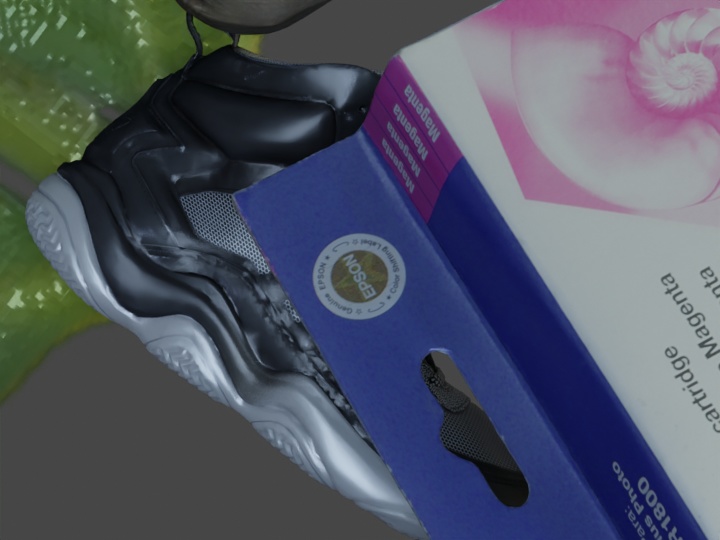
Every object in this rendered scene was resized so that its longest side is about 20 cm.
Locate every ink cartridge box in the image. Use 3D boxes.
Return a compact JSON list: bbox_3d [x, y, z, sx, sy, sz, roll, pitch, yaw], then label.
[{"bbox_3d":[0.095,0.003,0.678,0.200,0.043,0.197,-27,67,-12],"label":"ink cartridge box"}]

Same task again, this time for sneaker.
[{"bbox_3d":[0.000,0.000,0.786,0.200,0.075,0.114,36,97,5],"label":"sneaker"}]

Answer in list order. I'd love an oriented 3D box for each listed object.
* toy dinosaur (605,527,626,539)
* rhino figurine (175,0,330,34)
[{"bbox_3d":[0.080,0.095,0.706,0.136,0.102,0.200,-33,47,13],"label":"toy dinosaur"},{"bbox_3d":[0.014,-0.138,0.781,0.200,0.060,0.088,-29,62,-14],"label":"rhino figurine"}]
